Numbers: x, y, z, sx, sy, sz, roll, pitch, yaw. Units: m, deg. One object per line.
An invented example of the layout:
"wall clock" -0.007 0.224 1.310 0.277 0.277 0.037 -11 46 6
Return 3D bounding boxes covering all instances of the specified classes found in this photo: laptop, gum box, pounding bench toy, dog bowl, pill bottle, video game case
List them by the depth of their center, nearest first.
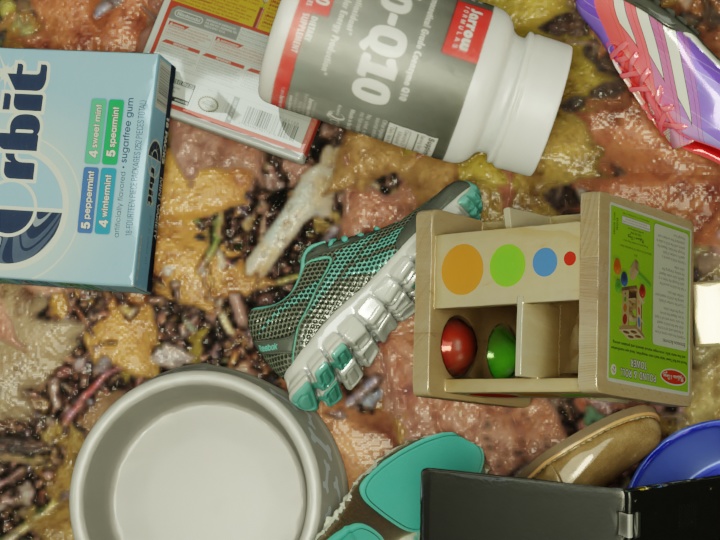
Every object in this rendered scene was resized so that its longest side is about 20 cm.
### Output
"laptop" 0.151 0.213 1.088 0.200 0.116 0.188 -4 98 -30
"pounding bench toy" 0.143 0.030 1.184 0.156 0.200 0.124 -5 80 38
"pill bottle" 0.039 -0.142 1.216 0.200 0.114 0.114 18 83 0
"dog bowl" -0.110 0.159 1.217 0.200 0.059 0.200 -1 79 6
"gum box" -0.243 -0.075 1.271 0.200 0.045 0.170 4 83 13
"video game case" -0.072 -0.194 1.294 0.143 0.017 0.200 20 84 10

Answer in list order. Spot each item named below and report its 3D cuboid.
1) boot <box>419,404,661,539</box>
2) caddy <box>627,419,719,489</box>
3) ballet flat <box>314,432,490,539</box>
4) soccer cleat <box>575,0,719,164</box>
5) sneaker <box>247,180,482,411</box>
"boot" 0.123 0.165 1.128 0.200 0.074 0.075 -38 59 1
"caddy" 0.232 0.197 1.148 0.141 0.105 0.200 25 95 -6
"ballet flat" 0.006 0.182 1.184 0.072 0.072 0.200 45 55 11
"soccer cleat" 0.221 -0.129 1.227 0.200 0.068 0.073 39 91 9
"sneaker" 0.000 0.000 1.227 0.200 0.078 0.091 -44 63 -10
